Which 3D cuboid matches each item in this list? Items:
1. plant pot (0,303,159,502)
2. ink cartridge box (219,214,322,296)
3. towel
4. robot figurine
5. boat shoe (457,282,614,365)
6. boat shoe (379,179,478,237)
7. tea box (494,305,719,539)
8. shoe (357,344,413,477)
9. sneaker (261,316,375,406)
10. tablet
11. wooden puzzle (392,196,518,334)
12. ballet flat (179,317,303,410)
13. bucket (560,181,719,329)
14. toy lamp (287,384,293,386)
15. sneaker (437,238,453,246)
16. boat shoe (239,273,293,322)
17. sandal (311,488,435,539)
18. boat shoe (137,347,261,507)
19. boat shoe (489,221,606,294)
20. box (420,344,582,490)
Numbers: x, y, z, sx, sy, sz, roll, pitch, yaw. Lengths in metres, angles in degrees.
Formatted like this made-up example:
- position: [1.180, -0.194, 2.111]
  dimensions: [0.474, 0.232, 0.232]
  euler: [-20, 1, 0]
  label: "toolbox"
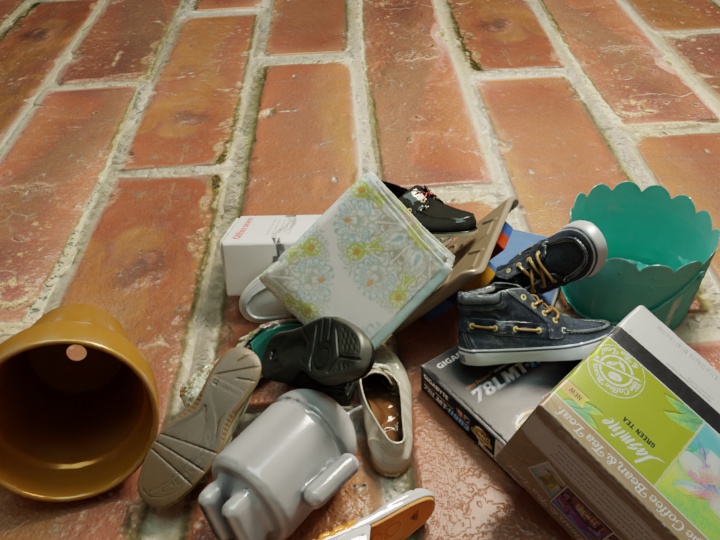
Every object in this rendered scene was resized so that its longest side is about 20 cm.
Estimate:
- position: [-0.340, 0.133, 0.870]
  dimensions: [0.198, 0.202, 0.183]
  euler: [-12, 23, -11]
  label: "plant pot"
- position: [-0.094, -0.026, 1.090]
  dimensions: [0.198, 0.084, 0.145]
  euler: [-1, 19, 3]
  label: "ink cartridge box"
- position: [0.000, 0.000, 0.933]
  dimensions: [0.200, 0.171, 0.048]
  euler: [-44, 8, 0]
  label: "towel"
- position: [-0.082, 0.208, 0.802]
  dimensions: [0.169, 0.114, 0.200]
  euler: [11, 39, 40]
  label: "robot figurine"
- position: [0.215, 0.059, 0.894]
  dimensions: [0.198, 0.092, 0.071]
  euler: [-6, 9, -1]
  label: "boat shoe"
- position: [0.078, -0.088, 1.047]
  dimensions: [0.200, 0.064, 0.073]
  euler: [18, 23, 38]
  label: "boat shoe"
- position: [0.285, 0.183, 0.752]
  dimensions: [0.196, 0.134, 0.200]
  euler: [-35, 68, -31]
  label: "tea box"
- position: [0.033, 0.156, 0.907]
  dimensions: [0.069, 0.054, 0.201]
  euler: [-5, 39, -3]
  label: "shoe"
- position: [-0.023, 0.107, 0.850]
  dimensions: [0.114, 0.199, 0.077]
  euler: [22, 67, -29]
  label: "sneaker"
- position: [0.242, 0.003, 1.116]
  dimensions: [0.129, 0.014, 0.200]
  euler: [14, 43, 20]
  label: "tablet"
- position: [0.139, 0.001, 1.029]
  dimensions: [0.046, 0.185, 0.200]
  euler: [44, 44, -6]
  label: "wooden puzzle"
- position: [-0.155, 0.117, 0.958]
  dimensions: [0.064, 0.076, 0.199]
  euler: [13, 35, 43]
  label: "ballet flat"
- position: [0.382, -0.015, 1.031]
  dimensions: [0.205, 0.136, 0.208]
  euler: [-2, 38, 1]
  label: "bucket"
- position: [-0.030, 0.086, 0.996]
  dimensions: [0.058, 0.059, 0.200]
  euler: [26, 48, 32]
  label: "toy lamp"
- position: [0.055, -0.074, 1.169]
  dimensions: [0.198, 0.083, 0.078]
  euler: [5, 39, 9]
  label: "sneaker"
- position: [-0.074, 0.024, 0.989]
  dimensions: [0.199, 0.071, 0.072]
  euler: [-20, 15, 6]
  label: "boat shoe"
- position: [0.006, 0.286, 0.727]
  dimensions: [0.205, 0.080, 0.059]
  euler: [-24, 40, -27]
  label: "sandal"
- position: [-0.177, 0.185, 0.851]
  dimensions: [0.073, 0.063, 0.201]
  euler: [32, 68, 12]
  label: "boat shoe"
- position: [0.240, 0.001, 0.973]
  dimensions: [0.090, 0.200, 0.071]
  euler: [-27, 83, -20]
  label: "boat shoe"
- position: [0.210, 0.146, 0.913]
  dimensions: [0.199, 0.050, 0.198]
  euler: [-23, 44, -24]
  label: "box"
